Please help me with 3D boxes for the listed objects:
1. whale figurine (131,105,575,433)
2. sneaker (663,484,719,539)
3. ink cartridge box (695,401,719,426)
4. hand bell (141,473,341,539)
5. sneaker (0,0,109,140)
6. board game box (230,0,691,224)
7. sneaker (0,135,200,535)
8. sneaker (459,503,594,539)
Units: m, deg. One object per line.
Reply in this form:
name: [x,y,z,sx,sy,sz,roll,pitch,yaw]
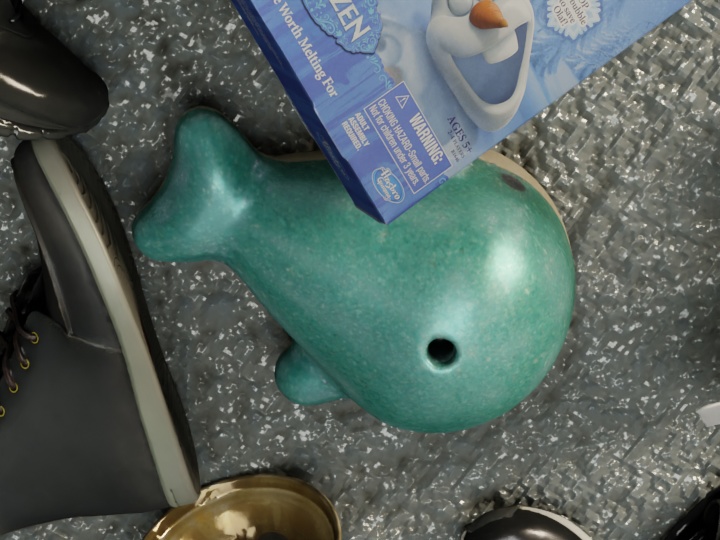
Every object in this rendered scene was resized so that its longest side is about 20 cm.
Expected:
whale figurine: [0.000,0.000,1.326,0.199,0.104,0.160,22,114,-14]
sneaker: [0.227,0.129,1.425,0.199,0.071,0.099,-34,119,18]
ink cartridge box: [0.235,0.006,1.330,0.199,0.117,0.068,-20,81,6]
hand bell: [-0.032,0.205,1.454,0.103,0.104,0.201,-16,129,5]
sneaker: [-0.183,-0.128,1.269,0.199,0.076,0.091,33,103,-22]
board game box: [0.035,-0.157,1.246,0.199,0.043,0.201,-37,116,-9]
sneaker: [-0.148,0.036,1.351,0.105,0.075,0.201,-15,118,2]
sneaker: [0.108,0.206,1.447,0.070,0.090,0.201,-22,117,8]
